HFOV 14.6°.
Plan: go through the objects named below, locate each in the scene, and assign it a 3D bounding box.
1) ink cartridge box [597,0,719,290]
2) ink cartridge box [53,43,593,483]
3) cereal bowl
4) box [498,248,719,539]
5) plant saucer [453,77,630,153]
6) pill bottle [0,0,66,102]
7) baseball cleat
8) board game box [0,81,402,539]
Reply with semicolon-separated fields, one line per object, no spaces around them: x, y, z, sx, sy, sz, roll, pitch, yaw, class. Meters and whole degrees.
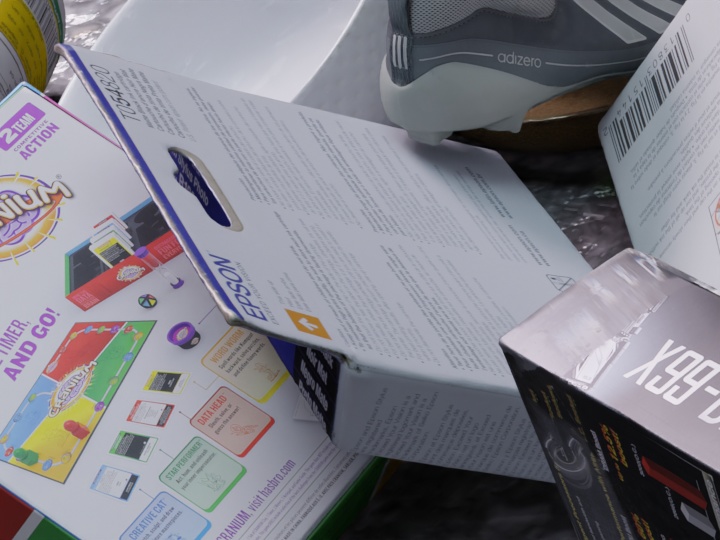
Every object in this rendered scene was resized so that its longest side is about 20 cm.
0.165;-0.062;1.009;0.045;0.200;0.176;17;38;-23;ink cartridge box
0.000;0.000;0.993;0.200;0.041;0.200;13;25;-31;ink cartridge box
-0.041;-0.070;1.200;0.200;0.083;0.200;-32;34;24;cereal bowl
0.125;0.107;0.719;0.050;0.200;0.158;-34;32;-17;box
0.106;-0.104;1.249;0.200;0.035;0.200;-14;30;8;plant saucer
-0.212;-0.078;1.314;0.113;0.113;0.200;-10;31;15;pill bottle
0.083;-0.118;1.108;0.070;0.107;0.200;16;30;33;baseball cleat
-0.090;0.037;1.008;0.200;0.040;0.153;34;53;12;board game box
